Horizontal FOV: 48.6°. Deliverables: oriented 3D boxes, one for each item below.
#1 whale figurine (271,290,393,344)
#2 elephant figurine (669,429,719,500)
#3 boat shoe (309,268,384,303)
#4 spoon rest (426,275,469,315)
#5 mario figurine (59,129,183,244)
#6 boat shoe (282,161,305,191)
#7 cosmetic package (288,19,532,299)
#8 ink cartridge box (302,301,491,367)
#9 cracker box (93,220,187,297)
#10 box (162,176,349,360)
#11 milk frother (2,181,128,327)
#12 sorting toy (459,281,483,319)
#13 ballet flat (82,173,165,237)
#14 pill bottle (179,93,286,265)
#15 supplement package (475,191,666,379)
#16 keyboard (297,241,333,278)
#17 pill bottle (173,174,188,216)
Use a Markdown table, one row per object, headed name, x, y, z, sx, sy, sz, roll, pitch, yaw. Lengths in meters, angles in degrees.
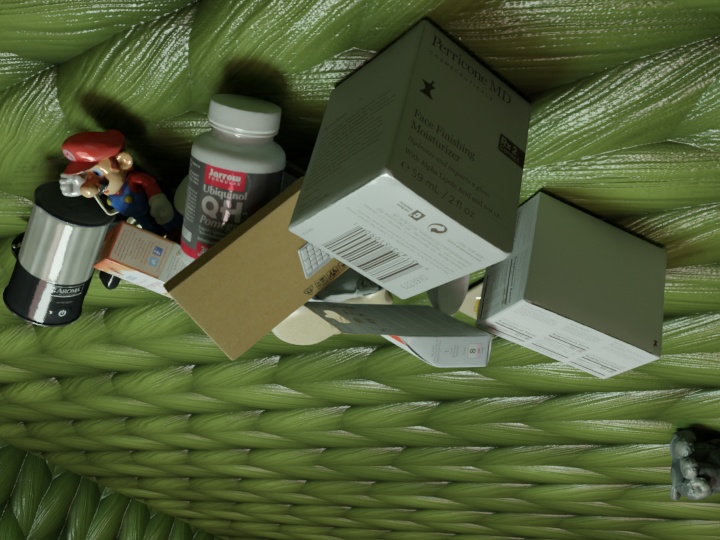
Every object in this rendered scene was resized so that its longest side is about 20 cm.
| name | x | y | z | sx | sy | sz | roll | pitch | yaw |
| --- | --- | --- | --- | --- | --- | --- | --- | --- | --- |
| whale figurine | -0.053 | 0.040 | 1.261 | 0.200 | 0.104 | 0.159 | -17 | 145 | 3 |
| elephant figurine | 0.684 | 0.359 | 1.468 | 0.200 | 0.142 | 0.155 | -7 | 177 | 4 |
| boat shoe | 0.000 | 0.000 | 1.100 | 0.065 | 0.074 | 0.200 | -11 | -175 | 40 |
| spoon rest | 0.108 | -0.017 | 1.084 | 0.061 | 0.099 | 0.200 | 6 | 144 | 38 |
| mario figurine | -0.317 | -0.093 | 1.039 | 0.123 | 0.106 | 0.200 | -30 | 131 | 8 |
| boat shoe | -0.049 | -0.071 | 1.070 | 0.200 | 0.068 | 0.075 | 25 | 149 | -20 |
| cosmetic package | 0.056 | -0.108 | 0.830 | 0.165 | 0.200 | 0.165 | 30 | 147 | -27 |
| ink cartridge box | 0.038 | 0.079 | 1.008 | 0.200 | 0.057 | 0.163 | -2 | -168 | -25 |
| cracker box | -0.240 | 0.005 | 1.052 | 0.200 | 0.058 | 0.134 | 23 | 167 | -21 |
| box | -0.110 | 0.002 | 0.937 | 0.021 | 0.200 | 0.164 | 46 | 171 | 38 |
| milk frother | -0.466 | -0.053 | 1.221 | 0.200 | 0.180 | 0.188 | 36 | 116 | 16 |
| sorting toy | 0.257 | 0.061 | 1.205 | 0.185 | 0.037 | 0.200 | 27 | 148 | -22 |
| ballet flat | -0.327 | -0.094 | 1.144 | 0.200 | 0.063 | 0.069 | 49 | 180 | -39 |
| pill bottle | -0.148 | -0.100 | 0.942 | 0.111 | 0.111 | 0.200 | 12 | 112 | 2 |
| supplement package | 0.269 | 0.022 | 1.011 | 0.200 | 0.156 | 0.111 | 23 | 152 | -15 |
| keyboard | 0.004 | -0.067 | 0.952 | 0.011 | 0.200 | 0.056 | 40 | 158 | 24 |
| pill bottle | -0.160 | -0.055 | 1.098 | 0.113 | 0.113 | 0.200 | -7 | 145 | 31 |
